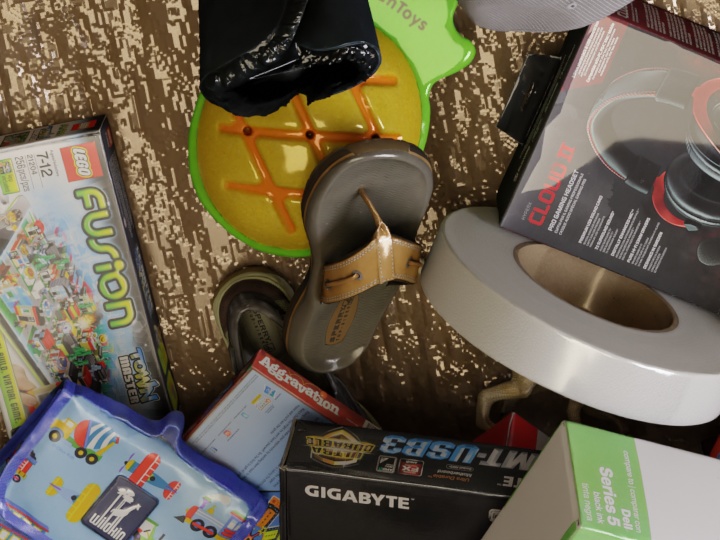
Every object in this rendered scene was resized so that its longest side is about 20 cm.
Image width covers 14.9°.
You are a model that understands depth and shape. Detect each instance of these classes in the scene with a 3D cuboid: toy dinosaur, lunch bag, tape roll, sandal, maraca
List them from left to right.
[{"bbox_3d":[-0.163,0.157,1.733,0.150,0.094,0.200,33,119,-12],"label":"lunch bag"},{"bbox_3d":[-0.019,-0.102,1.650,0.137,0.107,0.200,34,94,-9],"label":"maraca"},{"bbox_3d":[0.000,0.000,1.624,0.081,0.055,0.200,-7,139,-26],"label":"sandal"},{"bbox_3d":[0.111,0.056,1.735,0.199,0.058,0.102,22,98,5],"label":"toy dinosaur"},{"bbox_3d":[0.133,0.025,1.635,0.202,0.203,0.037,21,110,-5],"label":"tape roll"}]

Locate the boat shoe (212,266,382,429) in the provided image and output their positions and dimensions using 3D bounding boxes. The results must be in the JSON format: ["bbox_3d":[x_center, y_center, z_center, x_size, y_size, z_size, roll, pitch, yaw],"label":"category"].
[{"bbox_3d":[-0.036,0.095,1.739,0.073,0.065,0.200,-29,106,12],"label":"boat shoe"}]

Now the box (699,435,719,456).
[{"bbox_3d":[0.277,0.204,1.746,0.075,0.100,0.201,-18,108,8],"label":"box"}]

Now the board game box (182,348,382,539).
[{"bbox_3d":[-0.068,0.131,1.729,0.103,0.019,0.200,35,136,-8],"label":"board game box"}]

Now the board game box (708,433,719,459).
[{"bbox_3d":[0.303,0.085,1.659,0.153,0.040,0.201,36,71,-25],"label":"board game box"}]

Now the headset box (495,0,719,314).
[{"bbox_3d":[0.182,-0.072,1.664,0.199,0.075,0.149,22,109,-5],"label":"headset box"}]

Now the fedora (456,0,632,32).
[{"bbox_3d":[0.108,-0.199,1.594,0.199,0.177,0.090,-29,133,1],"label":"fedora"}]

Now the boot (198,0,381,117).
[{"bbox_3d":[-0.091,-0.172,1.594,0.199,0.169,0.077,-4,151,0],"label":"boot"}]

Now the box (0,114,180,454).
[{"bbox_3d":[-0.189,0.010,1.733,0.110,0.035,0.201,-11,108,6],"label":"box"}]

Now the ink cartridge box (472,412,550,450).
[{"bbox_3d":[0.099,0.167,1.722,0.200,0.067,0.116,36,130,-20],"label":"ink cartridge box"}]

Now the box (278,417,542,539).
[{"bbox_3d":[0.051,0.184,1.671,0.199,0.050,0.199,7,134,6],"label":"box"}]

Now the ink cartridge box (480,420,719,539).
[{"bbox_3d":[0.176,0.180,1.560,0.199,0.084,0.146,15,131,-18],"label":"ink cartridge box"}]
